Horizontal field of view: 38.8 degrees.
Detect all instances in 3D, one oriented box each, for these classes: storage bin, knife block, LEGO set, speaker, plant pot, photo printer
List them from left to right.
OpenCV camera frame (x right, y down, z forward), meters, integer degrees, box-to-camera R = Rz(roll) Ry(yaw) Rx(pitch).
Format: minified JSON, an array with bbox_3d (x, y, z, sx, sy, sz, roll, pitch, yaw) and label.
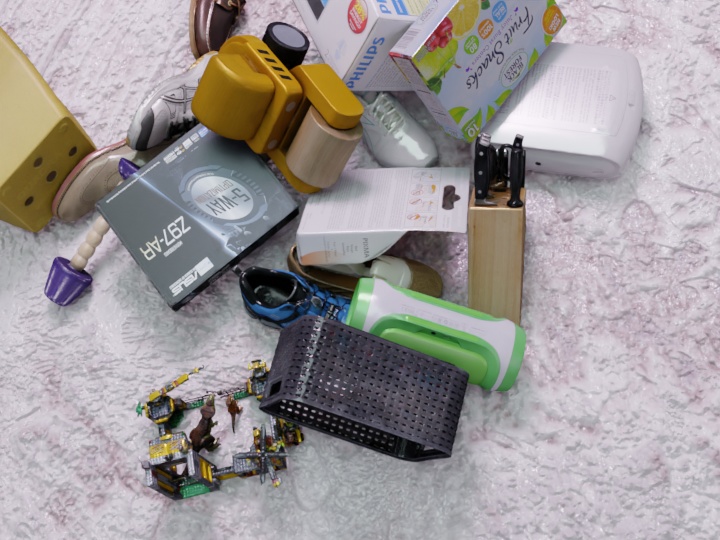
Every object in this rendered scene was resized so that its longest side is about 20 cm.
[{"bbox_3d":[-0.457,-0.169,1.322,0.175,0.200,0.201,37,79,15],"label":"plant pot"},{"bbox_3d":[-0.171,0.179,1.171,0.196,0.116,0.157,-6,68,7],"label":"LEGO set"},{"bbox_3d":[0.003,0.132,1.113,0.197,0.135,0.095,20,71,-15],"label":"storage bin"},{"bbox_3d":[0.083,0.072,1.158,0.197,0.089,0.090,17,72,-4],"label":"speaker"},{"bbox_3d":[0.155,-0.050,1.169,0.063,0.176,0.204,3,69,12],"label":"knife block"},{"bbox_3d":[0.248,-0.201,1.268,0.196,0.070,0.169,8,70,14],"label":"photo printer"}]

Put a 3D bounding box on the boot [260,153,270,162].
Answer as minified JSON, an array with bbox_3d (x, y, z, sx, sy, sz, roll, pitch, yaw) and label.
[{"bbox_3d":[-0.178,-0.078,1.307,0.197,0.070,0.149,-18,73,4],"label":"boot"}]

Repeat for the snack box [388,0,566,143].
[{"bbox_3d":[0.141,-0.274,1.202,0.201,0.142,0.053,-51,38,-10],"label":"snack box"}]

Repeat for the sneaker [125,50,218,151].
[{"bbox_3d":[-0.216,-0.208,1.324,0.087,0.076,0.200,40,55,3],"label":"sneaker"}]

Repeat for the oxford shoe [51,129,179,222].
[{"bbox_3d":[-0.314,-0.123,1.343,0.199,0.071,0.075,-40,73,-5],"label":"oxford shoe"}]

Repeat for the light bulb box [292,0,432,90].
[{"bbox_3d":[0.035,-0.337,1.279,0.197,0.125,0.200,-6,60,-36],"label":"light bulb box"}]

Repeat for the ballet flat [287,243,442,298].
[{"bbox_3d":[0.000,0.000,1.234,0.197,0.072,0.069,14,75,15],"label":"ballet flat"}]

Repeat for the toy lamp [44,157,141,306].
[{"bbox_3d":[-0.337,-0.046,1.306,0.058,0.058,0.201,35,93,21],"label":"toy lamp"}]

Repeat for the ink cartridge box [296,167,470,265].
[{"bbox_3d":[0.032,-0.068,1.229,0.196,0.051,0.163,1,33,7],"label":"ink cartridge box"}]

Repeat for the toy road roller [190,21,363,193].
[{"bbox_3d":[-0.106,-0.188,1.202,0.145,0.124,0.201,-18,60,-45],"label":"toy road roller"}]

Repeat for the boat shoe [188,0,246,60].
[{"bbox_3d":[-0.192,-0.381,1.418,0.069,0.071,0.204,-1,69,14],"label":"boat shoe"}]

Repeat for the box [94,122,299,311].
[{"bbox_3d":[-0.198,-0.075,1.253,0.199,0.044,0.161,-37,84,-7],"label":"box"}]

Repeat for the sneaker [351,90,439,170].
[{"bbox_3d":[0.020,-0.199,1.306,0.070,0.080,0.200,-42,69,-10],"label":"sneaker"}]

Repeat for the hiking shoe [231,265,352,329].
[{"bbox_3d":[-0.060,0.051,1.217,0.197,0.087,0.076,15,72,15],"label":"hiking shoe"}]
